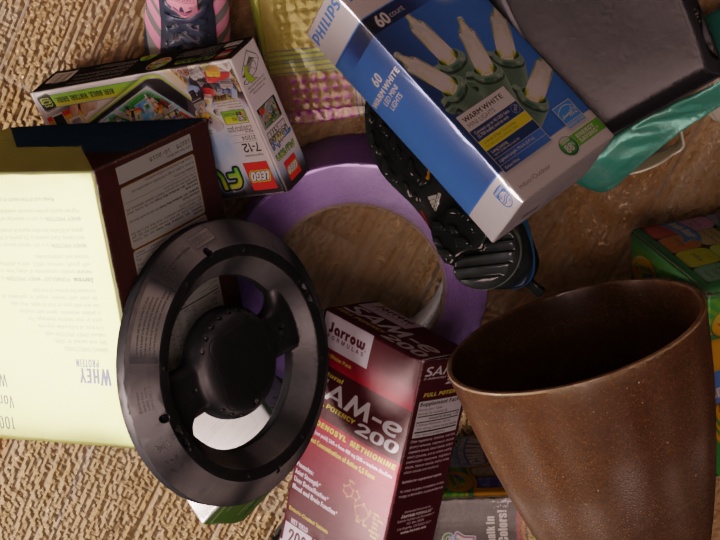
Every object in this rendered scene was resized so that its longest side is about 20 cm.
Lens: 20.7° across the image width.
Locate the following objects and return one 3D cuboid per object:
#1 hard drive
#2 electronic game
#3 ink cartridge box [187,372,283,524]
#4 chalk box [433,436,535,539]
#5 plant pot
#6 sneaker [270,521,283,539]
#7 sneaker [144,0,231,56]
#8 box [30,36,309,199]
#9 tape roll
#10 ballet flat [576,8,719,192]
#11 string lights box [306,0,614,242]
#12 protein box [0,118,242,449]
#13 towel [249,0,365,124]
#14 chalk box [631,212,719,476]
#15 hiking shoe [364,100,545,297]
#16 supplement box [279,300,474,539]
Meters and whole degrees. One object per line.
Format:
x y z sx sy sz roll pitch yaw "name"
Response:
0.160 -0.200 1.393 0.134 0.042 0.201 -27 90 10 "hard drive"
-0.093 0.064 1.382 0.041 0.200 0.201 0 119 42 "electronic game"
-0.129 0.089 1.550 0.104 0.059 0.200 -47 66 21 "ink cartridge box"
0.109 0.208 1.557 0.198 0.124 0.126 -1 107 6 "chalk box"
0.176 0.135 1.390 0.185 0.187 0.202 -14 106 10 "plant pot"
-0.065 0.307 1.656 0.079 0.076 0.201 21 114 -7 "sneaker"
-0.129 -0.190 1.436 0.069 0.082 0.202 1 114 3 "sneaker"
-0.142 -0.104 1.452 0.199 0.035 0.111 -5 119 37 "box"
0.000 0.000 1.520 0.198 0.066 0.202 2 114 5 "tape roll"
0.232 -0.125 1.455 0.199 0.068 0.070 -34 131 18 "ballet flat"
0.068 -0.129 1.368 0.200 0.103 0.059 48 146 10 "string lights box"
-0.206 0.007 1.429 0.197 0.135 0.202 1 109 34 "protein box"
0.013 -0.187 1.460 0.198 0.023 0.145 -7 112 7 "towel"
0.279 0.030 1.461 0.123 0.125 0.202 -12 115 -16 "chalk box"
0.065 -0.067 1.432 0.074 0.087 0.201 -30 68 17 "hiking shoe"
0.010 0.136 1.471 0.108 0.061 0.202 26 112 40 "supplement box"
